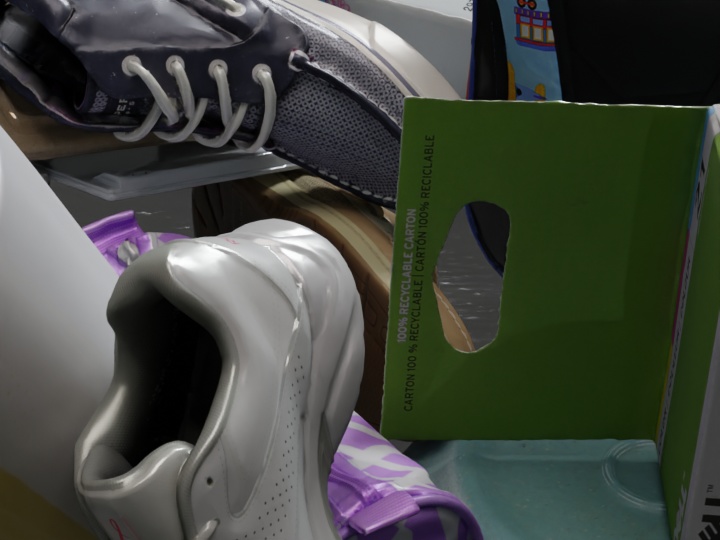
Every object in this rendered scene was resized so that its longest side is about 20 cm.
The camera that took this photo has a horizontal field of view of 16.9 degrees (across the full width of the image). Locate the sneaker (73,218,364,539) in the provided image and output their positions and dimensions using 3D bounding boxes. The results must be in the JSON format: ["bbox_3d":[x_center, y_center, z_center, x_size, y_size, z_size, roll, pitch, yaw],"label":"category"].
[{"bbox_3d":[-0.049,0.084,0.725,0.078,0.201,0.099,-10,-7,34],"label":"sneaker"}]

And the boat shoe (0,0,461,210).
[{"bbox_3d":[-0.056,-0.067,0.903,0.200,0.075,0.093,32,46,13],"label":"boat shoe"}]

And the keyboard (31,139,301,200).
[{"bbox_3d":[-0.041,-0.049,0.982,0.199,0.011,0.056,-12,17,-43],"label":"keyboard"}]

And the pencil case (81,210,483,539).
[{"bbox_3d":[-0.038,0.058,0.850,0.084,0.086,0.200,-21,42,-28],"label":"pencil case"}]

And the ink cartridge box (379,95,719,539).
[{"bbox_3d":[0.110,0.025,0.797,0.199,0.148,0.076,1,35,-3],"label":"ink cartridge box"}]

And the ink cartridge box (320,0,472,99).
[{"bbox_3d":[0.024,-0.121,1.124,0.199,0.083,0.146,16,36,16],"label":"ink cartridge box"}]

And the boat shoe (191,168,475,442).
[{"bbox_3d":[0.000,0.000,0.946,0.064,0.072,0.200,-8,30,-27],"label":"boat shoe"}]

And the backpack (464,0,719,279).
[{"bbox_3d":[0.132,-0.068,0.952,0.182,0.201,0.134,22,37,25],"label":"backpack"}]

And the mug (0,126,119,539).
[{"bbox_3d":[-0.144,0.049,0.771,0.186,0.153,0.150,-40,47,6],"label":"mug"}]

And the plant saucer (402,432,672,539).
[{"bbox_3d":[0.105,0.085,0.870,0.199,0.036,0.200,3,34,-2],"label":"plant saucer"}]

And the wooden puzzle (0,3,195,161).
[{"bbox_3d":[-0.122,-0.120,0.982,0.199,0.037,0.185,-13,62,-39],"label":"wooden puzzle"}]

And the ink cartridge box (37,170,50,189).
[{"bbox_3d":[-0.236,-0.003,0.919,0.199,0.086,0.148,18,36,22],"label":"ink cartridge box"}]
